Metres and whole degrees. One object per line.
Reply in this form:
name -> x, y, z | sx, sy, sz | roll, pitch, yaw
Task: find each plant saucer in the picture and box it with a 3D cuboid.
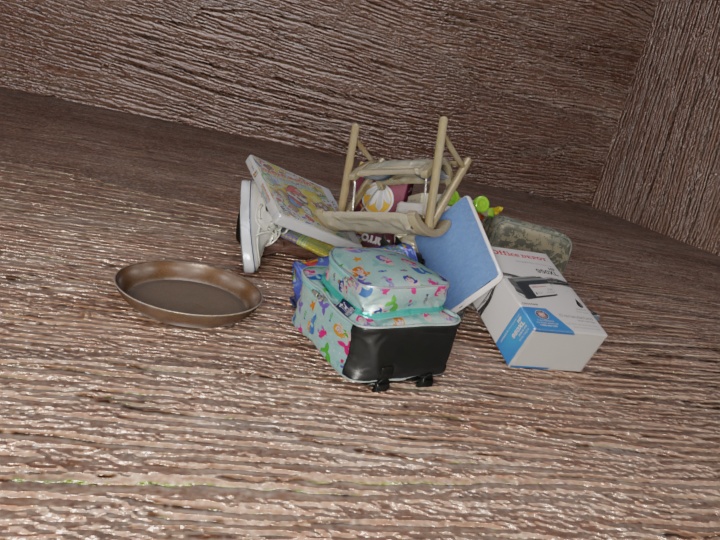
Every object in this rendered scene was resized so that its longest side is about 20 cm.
plant saucer -> -0.235, 0.034, 0.847 | 0.199, 0.032, 0.200 | 12, 15, -3

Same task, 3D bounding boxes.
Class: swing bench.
swing bench -> 0.060, -0.144, 1.069 | 0.198, 0.201, 0.130 | 7, -22, 35

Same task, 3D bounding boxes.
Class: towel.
towel -> -0.103, -0.078, 1.175 | 0.199, 0.023, 0.144 | 24, 30, 6

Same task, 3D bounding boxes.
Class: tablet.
tablet -> 0.157, -0.024, 1.020 | 0.014, 0.130, 0.201 | 32, 32, -35

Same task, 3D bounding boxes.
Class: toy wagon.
toy wagon -> 0.198, -0.126, 1.250 | 0.199, 0.040, 0.155 | 9, -2, -20

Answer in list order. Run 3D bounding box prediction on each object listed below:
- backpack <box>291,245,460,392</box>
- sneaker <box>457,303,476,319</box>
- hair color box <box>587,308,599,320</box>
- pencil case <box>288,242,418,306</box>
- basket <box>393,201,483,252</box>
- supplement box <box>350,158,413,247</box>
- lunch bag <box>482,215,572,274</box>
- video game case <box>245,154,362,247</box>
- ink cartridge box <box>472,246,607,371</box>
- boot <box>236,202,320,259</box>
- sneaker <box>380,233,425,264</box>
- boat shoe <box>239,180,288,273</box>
backpack -> 0.010, 0.050, 0.804 | 0.177, 0.152, 0.200 | 0, 16, -36
sneaker -> 0.170, 0.035, 1.109 | 0.087, 0.075, 0.200 | 16, 15, 28
hair color box -> 0.331, 0.067, 1.145 | 0.098, 0.061, 0.200 | 5, 17, -26
pencil case -> -0.009, 0.013, 0.939 | 0.199, 0.087, 0.078 | -11, -1, -17
basket -> 0.152, -0.053, 1.198 | 0.135, 0.124, 0.200 | 8, -1, 22
supplement box -> 0.037, -0.121, 1.290 | 0.110, 0.201, 0.086 | 16, 17, 10
lunch bag -> 0.375, -0.051, 1.442 | 0.199, 0.140, 0.168 | 13, 16, -5
video game case -> -0.103, -0.121, 1.129 | 0.199, 0.023, 0.182 | 18, 31, -43
ink cartridge box -> 0.268, 0.056, 0.978 | 0.144, 0.085, 0.201 | 7, 37, -24
boot -> -0.139, -0.070, 1.219 | 0.199, 0.065, 0.187 | 3, 32, -23
sneaker -> 0.078, 0.016, 1.030 | 0.060, 0.105, 0.200 | 7, 17, -24
boat shoe -> -0.168, -0.080, 1.084 | 0.085, 0.075, 0.203 | -1, 48, -8
